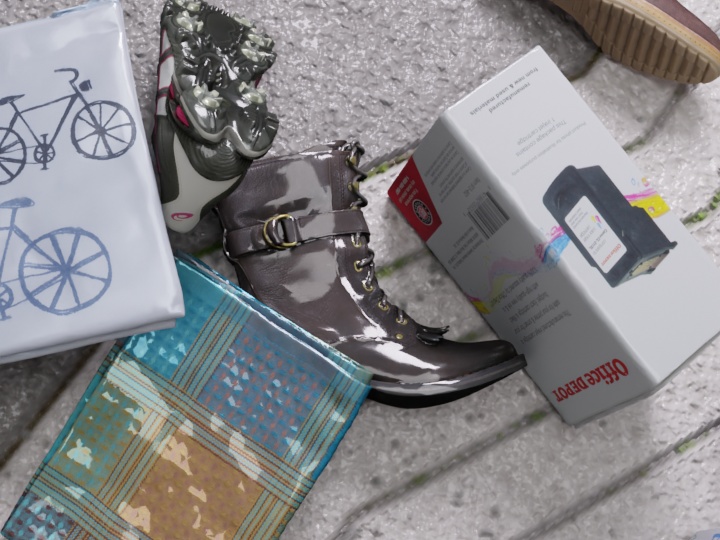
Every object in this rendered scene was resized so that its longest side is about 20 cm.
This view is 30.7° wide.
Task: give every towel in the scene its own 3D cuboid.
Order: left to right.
[{"bbox_3d":[-0.102,0.107,0.769,0.147,0.022,0.200,32,87,8],"label":"towel"}]

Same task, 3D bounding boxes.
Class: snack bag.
[{"bbox_3d":[-0.210,-0.046,0.746,0.188,0.021,0.200,-13,80,-1],"label":"snack bag"}]

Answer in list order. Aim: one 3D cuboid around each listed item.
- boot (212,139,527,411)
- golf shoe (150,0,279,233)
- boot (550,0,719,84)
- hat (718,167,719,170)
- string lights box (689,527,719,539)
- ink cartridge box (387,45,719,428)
[{"bbox_3d":[0.000,0.000,0.825,0.200,0.069,0.174,-4,77,-9],"label":"boot"},{"bbox_3d":[-0.101,-0.106,0.806,0.077,0.088,0.200,23,29,-18],"label":"golf shoe"},{"bbox_3d":[0.199,-0.241,0.923,0.200,0.072,0.166,33,74,3],"label":"boot"},{"bbox_3d":[0.317,0.065,0.896,0.166,0.176,0.200,11,111,-10],"label":"hat"},{"bbox_3d":[0.258,0.267,0.809,0.103,0.059,0.200,-42,86,-18],"label":"string lights box"},{"bbox_3d":[0.121,-0.014,0.812,0.083,0.146,0.200,-36,85,-19],"label":"ink cartridge box"}]
